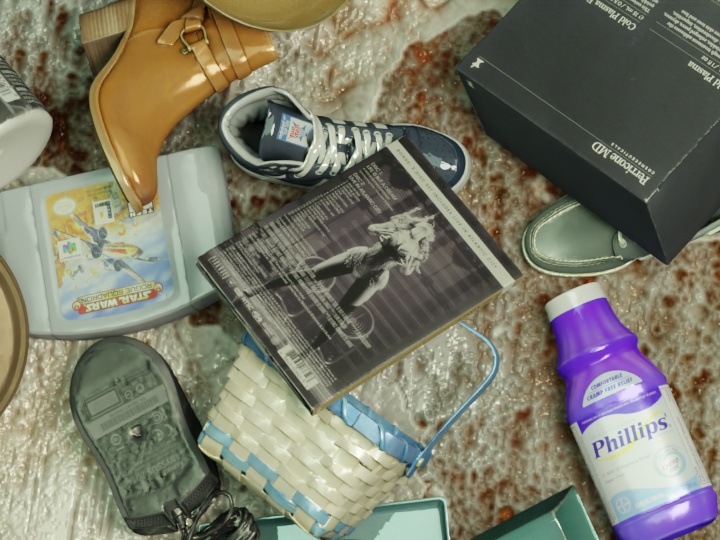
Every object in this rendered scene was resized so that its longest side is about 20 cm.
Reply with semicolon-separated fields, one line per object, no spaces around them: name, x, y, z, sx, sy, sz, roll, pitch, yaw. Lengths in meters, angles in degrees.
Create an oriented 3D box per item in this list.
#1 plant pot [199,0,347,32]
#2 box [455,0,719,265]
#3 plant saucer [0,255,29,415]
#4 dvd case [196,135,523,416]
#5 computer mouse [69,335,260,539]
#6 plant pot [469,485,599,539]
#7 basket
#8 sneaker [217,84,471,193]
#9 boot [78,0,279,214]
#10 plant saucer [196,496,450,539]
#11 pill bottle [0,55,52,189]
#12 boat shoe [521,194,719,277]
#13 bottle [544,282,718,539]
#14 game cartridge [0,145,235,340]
plant pot;-0.089;-0.278;1.675;0.199;0.027;0.202;13;66;-30
box;0.208;-0.142;1.577;0.182;0.104;0.200;-46;59;-9
plant saucer;-0.356;0.053;1.637;0.198;0.029;0.202;-1;93;-17
dvd case;0.000;0.000;1.563;0.199;0.016;0.149;-32;69;-22
computer mouse;-0.166;0.149;1.651;0.138;0.053;0.201;-23;78;9
plant pot;0.089;0.268;1.535;0.199;0.141;0.142;-25;87;11
basket;-0.017;0.089;1.590;0.176;0.139;0.201;39;95;16
sneaker;-0.016;-0.095;1.640;0.198;0.109;0.071;8;82;11
boot;-0.138;-0.148;1.673;0.153;0.074;0.201;-13;63;1
plant saucer;-0.027;0.222;1.632;0.198;0.019;0.071;-7;79;7
pill bottle;-0.349;-0.161;1.711;0.106;0.106;0.200;-42;75;0
boat shoe;0.218;-0.045;1.614;0.198;0.062;0.074;-13;80;8
bottle;0.198;0.109;1.588;0.083;0.065;0.201;-23;77;6
game cartridge;-0.198;-0.016;1.696;0.198;0.042;0.134;-13;74;7
